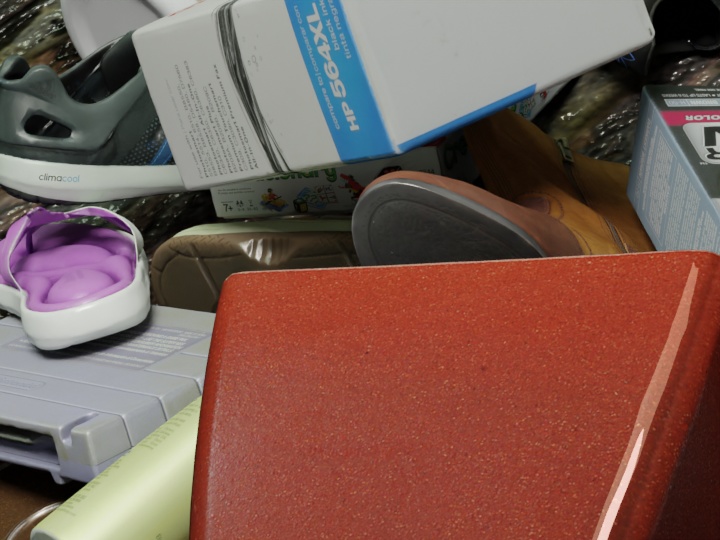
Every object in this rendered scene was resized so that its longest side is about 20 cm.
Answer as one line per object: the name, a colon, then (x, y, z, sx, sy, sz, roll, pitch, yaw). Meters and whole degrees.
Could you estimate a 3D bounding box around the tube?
tube: (-0.051, 0.069, 1.174, 0.200, 0.052, 0.058, -41, 30, -27)

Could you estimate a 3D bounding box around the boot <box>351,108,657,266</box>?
boot: (0.069, -0.031, 1.211, 0.069, 0.188, 0.200, -57, 22, 27)

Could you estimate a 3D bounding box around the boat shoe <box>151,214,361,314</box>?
boat shoe: (0.000, 0.000, 1.296, 0.199, 0.072, 0.076, 11, 24, 31)

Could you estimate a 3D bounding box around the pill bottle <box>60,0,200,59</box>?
pill bottle: (-0.064, -0.179, 1.547, 0.116, 0.116, 0.200, 13, 45, 41)

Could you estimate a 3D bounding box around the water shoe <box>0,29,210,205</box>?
water shoe: (-0.095, -0.084, 1.407, 0.200, 0.079, 0.071, -12, 23, -38)

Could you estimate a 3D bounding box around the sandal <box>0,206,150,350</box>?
sandal: (-0.142, -0.009, 1.345, 0.082, 0.050, 0.203, -17, 15, -14)

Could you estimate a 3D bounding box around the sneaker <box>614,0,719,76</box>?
sneaker: (0.192, -0.159, 1.430, 0.200, 0.070, 0.078, -27, 58, -24)

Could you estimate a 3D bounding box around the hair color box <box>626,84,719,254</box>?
hair color box: (0.189, -0.008, 1.170, 0.099, 0.061, 0.200, -2, 32, -12)

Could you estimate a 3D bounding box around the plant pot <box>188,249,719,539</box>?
plant pot: (0.048, 0.128, 0.979, 0.199, 0.200, 0.177, -3, 47, 26)

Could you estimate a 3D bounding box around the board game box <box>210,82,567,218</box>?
board game box: (0.022, -0.081, 1.389, 0.126, 0.035, 0.200, -3, 23, 26)

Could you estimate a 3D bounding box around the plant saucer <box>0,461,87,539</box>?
plant saucer: (-0.128, 0.128, 1.212, 0.200, 0.032, 0.200, -15, 32, 10)

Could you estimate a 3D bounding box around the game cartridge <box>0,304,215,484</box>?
game cartridge: (-0.128, 0.053, 1.275, 0.129, 0.039, 0.200, -20, 17, -36)

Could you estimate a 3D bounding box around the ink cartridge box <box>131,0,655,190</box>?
ink cartridge box: (0.009, -0.104, 1.228, 0.146, 0.085, 0.200, -26, 11, -29)
